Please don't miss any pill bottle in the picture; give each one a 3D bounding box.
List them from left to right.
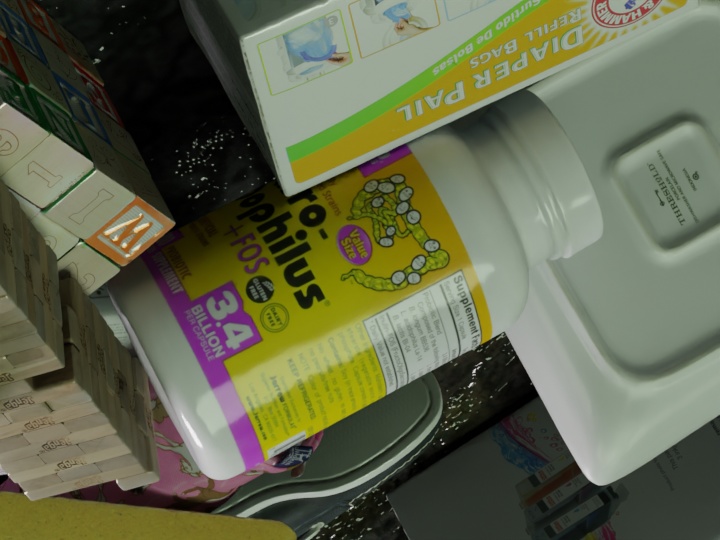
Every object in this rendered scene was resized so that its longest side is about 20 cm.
[{"bbox_3d":[0.000,0.000,1.059,0.199,0.104,0.105,-28,144,-8],"label":"pill bottle"}]

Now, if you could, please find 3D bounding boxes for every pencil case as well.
[{"bbox_3d":[-0.102,0.097,1.181,0.200,0.087,0.083,-37,-176,36],"label":"pencil case"}]

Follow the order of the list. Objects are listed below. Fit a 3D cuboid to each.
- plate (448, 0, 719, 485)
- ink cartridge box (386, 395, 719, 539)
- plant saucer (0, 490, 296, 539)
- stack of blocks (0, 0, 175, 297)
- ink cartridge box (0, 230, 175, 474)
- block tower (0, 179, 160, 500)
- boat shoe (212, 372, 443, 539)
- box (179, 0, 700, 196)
[{"bbox_3d":[0.142,-0.035,1.140,0.199,0.200,0.032,-29,174,-14],"label":"plate"},{"bbox_3d":[0.145,0.156,1.420,0.199,0.145,0.145,-33,144,6],"label":"ink cartridge box"},{"bbox_3d":[-0.152,0.177,1.175,0.199,0.049,0.200,8,144,-22],"label":"plant saucer"},{"bbox_3d":[-0.166,-0.079,0.959,0.058,0.115,0.200,-37,142,11],"label":"stack of blocks"},{"bbox_3d":[-0.163,0.050,1.189,0.162,0.057,0.200,-6,158,-29],"label":"ink cartridge box"},{"bbox_3d":[-0.137,0.026,0.965,0.057,0.054,0.200,-15,149,10],"label":"block tower"},{"bbox_3d":[-0.042,0.109,1.306,0.199,0.076,0.060,-23,144,11],"label":"boat shoe"},{"bbox_3d":[0.029,-0.137,1.024,0.199,0.113,0.102,-25,144,-8],"label":"box"}]
